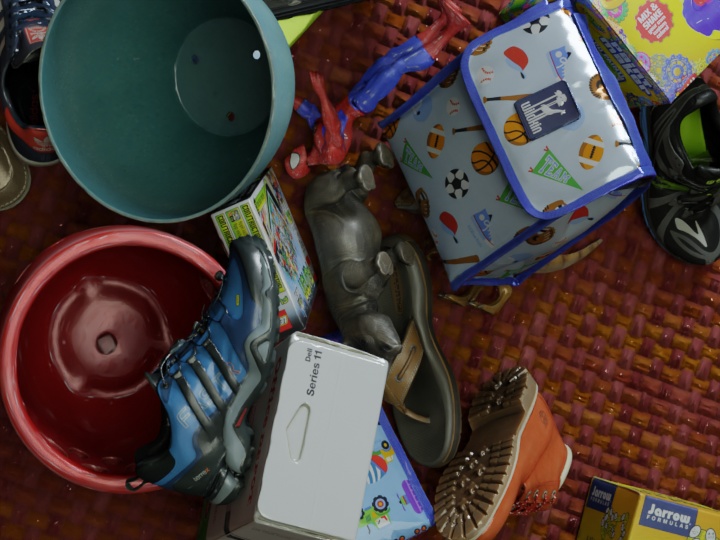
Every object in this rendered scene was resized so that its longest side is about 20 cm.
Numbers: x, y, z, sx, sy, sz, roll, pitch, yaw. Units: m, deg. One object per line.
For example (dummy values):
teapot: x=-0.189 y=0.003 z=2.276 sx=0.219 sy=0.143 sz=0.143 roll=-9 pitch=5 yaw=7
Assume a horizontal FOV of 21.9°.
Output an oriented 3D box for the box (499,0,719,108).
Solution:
box: x=0.254 y=-0.249 z=1.589 sx=0.200 sy=0.192 sz=0.122 roll=-44 pitch=103 yaw=-10

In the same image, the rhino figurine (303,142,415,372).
rhino figurine: x=0.000 y=0.000 z=1.564 sx=0.059 sy=0.087 sz=0.202 roll=4 pitch=71 yaw=-47

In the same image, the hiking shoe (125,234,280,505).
hiking shoe: x=-0.112 y=0.071 z=1.360 sx=0.086 sy=0.074 sz=0.202 roll=10 pitch=92 yaw=-16

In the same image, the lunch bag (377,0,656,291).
lunch bag: x=0.132 y=-0.101 z=1.521 sx=0.123 sy=0.199 sz=0.171 roll=-8 pitch=70 yaw=-49

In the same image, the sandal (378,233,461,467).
sandal: x=0.035 y=0.070 z=1.589 sx=0.054 sy=0.081 sz=0.203 roll=-10 pitch=92 yaw=-37

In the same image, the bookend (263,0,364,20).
bookend: x=-0.007 y=-0.263 z=1.462 sx=0.197 sy=0.200 sz=0.093 roll=-15 pitch=95 yaw=-18

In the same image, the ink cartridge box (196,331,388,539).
ink cartridge box: x=-0.056 y=0.145 z=1.435 sx=0.082 sy=0.200 sz=0.148 roll=15 pitch=73 yaw=-13

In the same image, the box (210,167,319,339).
box: x=-0.074 y=-0.016 z=1.498 sx=0.034 sy=0.200 sz=0.111 roll=-22 pitch=99 yaw=5

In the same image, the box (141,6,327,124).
box: x=-0.113 y=-0.217 z=1.557 sx=0.122 sy=0.048 sz=0.200 roll=44 pitch=79 yaw=-13

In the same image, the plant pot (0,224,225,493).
plant pot: x=-0.190 y=0.061 z=1.469 sx=0.198 sy=0.182 sz=0.203 roll=-1 pitch=95 yaw=-12

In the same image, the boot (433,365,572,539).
boot: x=0.130 y=0.183 z=1.590 sx=0.108 sy=0.075 sz=0.201 roll=57 pitch=37 yaw=-21

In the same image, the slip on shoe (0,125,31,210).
slip on shoe: x=-0.345 y=-0.123 z=1.486 sx=0.076 sy=0.061 sz=0.200 roll=-45 pitch=103 yaw=-10

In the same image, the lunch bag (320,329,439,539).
lunch bag: x=-0.047 y=0.156 z=1.577 sx=0.149 sy=0.094 sz=0.202 roll=-24 pitch=89 yaw=-11

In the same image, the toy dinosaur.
toy dinosaur: x=0.122 y=-0.014 z=1.627 sx=0.198 sy=0.060 sz=0.107 roll=22 pitch=84 yaw=-16

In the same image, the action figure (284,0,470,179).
action figure: x=-0.011 y=-0.167 z=1.561 sx=0.099 sy=0.065 sz=0.200 roll=37 pitch=103 yaw=-18

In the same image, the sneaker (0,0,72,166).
sneaker: x=-0.260 y=-0.189 z=1.486 sx=0.074 sy=0.085 sz=0.202 roll=-10 pitch=82 yaw=-15

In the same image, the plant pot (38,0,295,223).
plant pot: x=-0.129 y=-0.146 z=1.441 sx=0.198 sy=0.135 sz=0.203 roll=4 pitch=100 yaw=22

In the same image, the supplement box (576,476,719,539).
supplement box: x=0.248 y=0.298 z=1.649 sx=0.108 sy=0.109 sz=0.202 roll=15 pitch=87 yaw=-16

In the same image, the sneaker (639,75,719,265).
sneaker: x=0.293 y=-0.084 z=1.646 sx=0.070 sy=0.083 sz=0.201 roll=-24 pitch=125 yaw=-18
